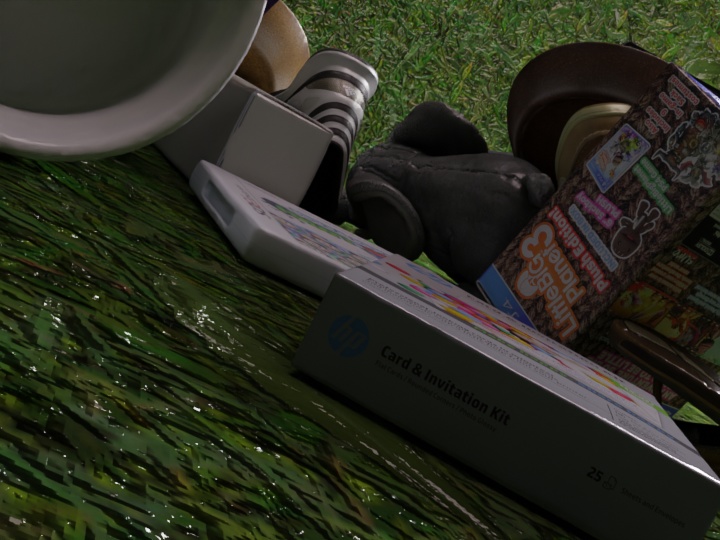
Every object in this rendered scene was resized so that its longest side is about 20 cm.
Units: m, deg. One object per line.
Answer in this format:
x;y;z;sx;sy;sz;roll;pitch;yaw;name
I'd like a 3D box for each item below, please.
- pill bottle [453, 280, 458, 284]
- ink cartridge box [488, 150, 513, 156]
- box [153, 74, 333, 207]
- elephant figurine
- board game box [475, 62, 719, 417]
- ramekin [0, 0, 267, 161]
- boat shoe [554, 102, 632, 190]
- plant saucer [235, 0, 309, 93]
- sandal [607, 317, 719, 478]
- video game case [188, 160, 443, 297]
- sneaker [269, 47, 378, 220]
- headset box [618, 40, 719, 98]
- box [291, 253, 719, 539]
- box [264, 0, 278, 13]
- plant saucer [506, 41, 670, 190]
0.148;-0.013;1.035;0.110;0.112;0.200;25;7;-22;pill bottle
0.102;-0.089;1.011;0.197;0.038;0.095;5;13;-4;ink cartridge box
-0.094;-0.100;0.835;0.068;0.083;0.200;25;8;-27;box
0.045;-0.057;0.886;0.198;0.157;0.141;29;21;11;elephant figurine
0.210;-0.010;0.773;0.158;0.200;0.097;23;27;-41;board game box
-0.148;-0.156;0.541;0.199;0.203;0.098;25;-2;-21;ramekin
0.179;-0.037;0.837;0.072;0.202;0.064;-2;51;1;boat shoe
-0.141;-0.169;0.943;0.198;0.200;0.036;24;49;-29;plant saucer
0.222;0.107;0.686;0.200;0.055;0.082;42;11;-3;sandal
0.000;0.000;0.685;0.198;0.024;0.182;26;7;-23;video game case
-0.058;-0.082;0.895;0.075;0.117;0.200;24;-27;-15;sneaker
0.266;-0.076;1.015;0.174;0.092;0.202;54;-12;55;headset box
0.063;0.049;0.483;0.155;0.042;0.200;29;5;6;box
-0.144;-0.185;0.707;0.140;0.199;0.080;22;39;-46;box
0.196;-0.085;0.877;0.198;0.035;0.201;27;-31;18;plant saucer
